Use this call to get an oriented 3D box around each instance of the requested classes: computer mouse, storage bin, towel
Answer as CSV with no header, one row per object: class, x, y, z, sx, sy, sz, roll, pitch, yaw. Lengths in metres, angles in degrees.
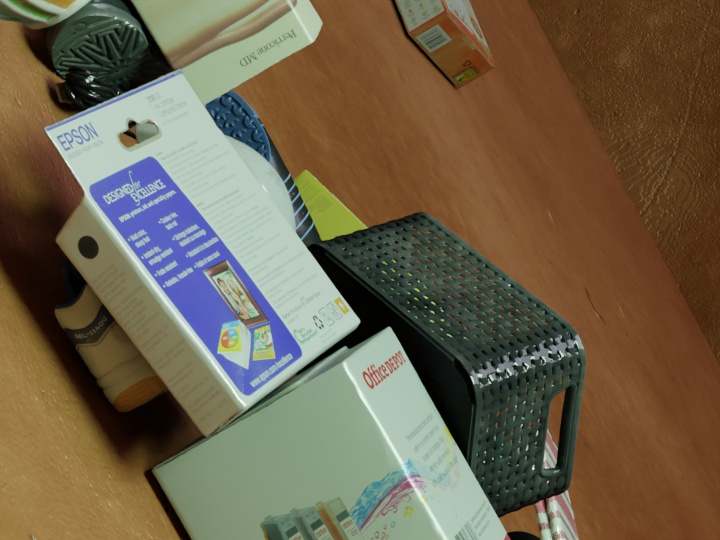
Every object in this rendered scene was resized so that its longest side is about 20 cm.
computer mouse,-0.112,-0.082,1.737,0.200,0.044,0.110,34,3,25
storage bin,0.050,0.066,1.729,0.200,0.094,0.136,40,-44,43
towel,0.141,0.200,1.879,0.146,0.030,0.201,60,17,-68

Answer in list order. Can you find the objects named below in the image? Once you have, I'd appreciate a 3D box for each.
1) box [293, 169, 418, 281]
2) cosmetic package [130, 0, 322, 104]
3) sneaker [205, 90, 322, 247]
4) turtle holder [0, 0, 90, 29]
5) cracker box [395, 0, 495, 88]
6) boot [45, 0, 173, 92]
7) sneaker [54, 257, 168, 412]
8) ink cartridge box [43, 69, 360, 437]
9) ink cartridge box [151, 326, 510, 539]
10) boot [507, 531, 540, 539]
box,0.000,0.000,1.968,0.075,0.050,0.200,52,-4,-40
cosmetic package,-0.120,-0.226,1.786,0.200,0.103,0.087,58,10,-11
sneaker,-0.073,-0.038,1.916,0.078,0.070,0.201,49,17,-72
turtle holder,-0.230,-0.219,1.633,0.132,0.185,0.141,54,48,-20
cracker box,0.077,-0.324,2.967,0.134,0.058,0.200,42,24,-52
boot,-0.202,-0.225,1.824,0.165,0.065,0.201,45,22,-68
sneaker,-0.138,0.003,1.590,0.088,0.075,0.200,53,15,-18
ink cartridge box,-0.102,-0.015,1.554,0.200,0.043,0.198,55,25,0
ink cartridge box,-0.006,0.160,1.586,0.200,0.144,0.145,61,14,1
boot,0.106,0.253,1.923,0.162,0.073,0.199,47,25,-49
